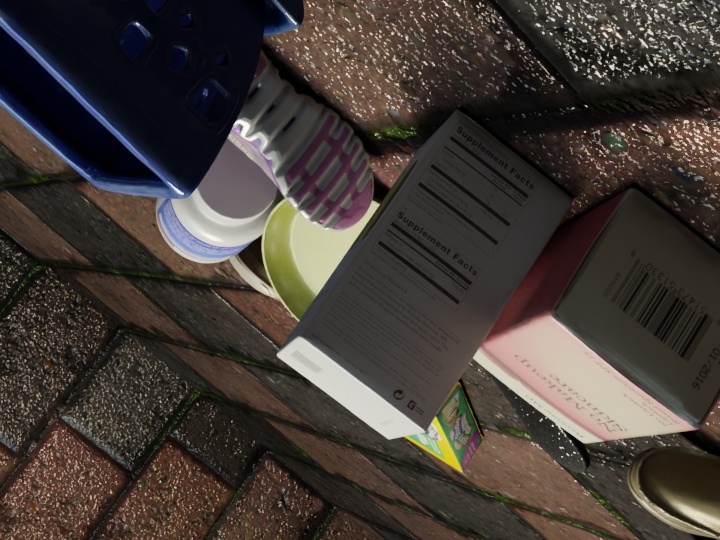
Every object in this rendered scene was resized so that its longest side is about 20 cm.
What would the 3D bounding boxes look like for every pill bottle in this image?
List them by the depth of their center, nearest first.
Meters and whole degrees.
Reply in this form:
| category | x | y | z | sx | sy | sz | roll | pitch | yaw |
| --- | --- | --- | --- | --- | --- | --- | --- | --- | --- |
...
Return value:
| category | x | y | z | sx | sy | sz | roll | pitch | yaw |
| --- | --- | --- | --- | --- | --- | --- | --- | --- | --- |
| pill bottle | -0.138 | -0.074 | 1.279 | 0.112 | 0.113 | 0.200 | 38 | 165 | -9 |

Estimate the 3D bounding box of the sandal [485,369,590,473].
| category | x | y | z | sx | sy | sz | roll | pitch | yaw |
| --- | --- | --- | --- | --- | --- | --- | --- | --- | --- |
| sandal | 0.176 | 0.118 | 1.300 | 0.201 | 0.045 | 0.075 | 54 | 157 | -6 |

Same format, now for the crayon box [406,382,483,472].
| category | x | y | z | sx | sy | sz | roll | pitch | yaw |
| --- | --- | --- | --- | --- | --- | --- | --- | --- | --- |
| crayon box | 0.058 | 0.159 | 1.635 | 0.171 | 0.059 | 0.201 | 28 | 163 | 25 |

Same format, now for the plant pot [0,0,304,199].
| category | x | y | z | sx | sy | sz | roll | pitch | yaw |
| --- | --- | --- | --- | --- | --- | --- | --- | --- | --- |
| plant pot | -0.168 | -0.182 | 0.897 | 0.200 | 0.181 | 0.199 | 45 | 163 | -26 |

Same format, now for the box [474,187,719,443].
| category | x | y | z | sx | sy | sz | roll | pitch | yaw |
| --- | --- | --- | --- | --- | --- | --- | --- | --- | --- |
| box | 0.176 | 0.041 | 0.921 | 0.127 | 0.110 | 0.200 | 37 | 165 | -3 |

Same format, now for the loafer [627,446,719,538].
| category | x | y | z | sx | sy | sz | roll | pitch | yaw |
| --- | --- | --- | --- | --- | --- | --- | --- | --- | --- |
| loafer | 0.331 | 0.203 | 1.138 | 0.198 | 0.077 | 0.068 | 19 | 159 | 22 |

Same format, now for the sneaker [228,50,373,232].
| category | x | y | z | sx | sy | sz | roll | pitch | yaw |
| --- | --- | --- | --- | --- | --- | --- | --- | --- | --- |
| sneaker | -0.070 | -0.117 | 1.086 | 0.200 | 0.081 | 0.088 | 45 | 170 | -13 |

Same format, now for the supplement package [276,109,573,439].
| category | x | y | z | sx | sy | sz | roll | pitch | yaw |
| --- | --- | --- | --- | --- | --- | --- | --- | --- | --- |
| supplement package | 0.045 | 0.006 | 0.935 | 0.109 | 0.201 | 0.114 | 36 | 164 | -4 |

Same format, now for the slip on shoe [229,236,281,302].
| category | x | y | z | sx | sy | sz | roll | pitch | yaw |
| --- | --- | --- | --- | --- | --- | --- | --- | --- | --- |
| slip on shoe | -0.066 | 0.011 | 1.482 | 0.200 | 0.076 | 0.061 | 41 | 127 | 16 |

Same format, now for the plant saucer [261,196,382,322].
| category | x | y | z | sx | sy | sz | roll | pitch | yaw |
| --- | --- | --- | --- | --- | --- | --- | --- | --- | --- |
| plant saucer | 0.000 | 0.000 | 1.217 | 0.197 | 0.031 | 0.202 | 18 | 133 | 20 |
